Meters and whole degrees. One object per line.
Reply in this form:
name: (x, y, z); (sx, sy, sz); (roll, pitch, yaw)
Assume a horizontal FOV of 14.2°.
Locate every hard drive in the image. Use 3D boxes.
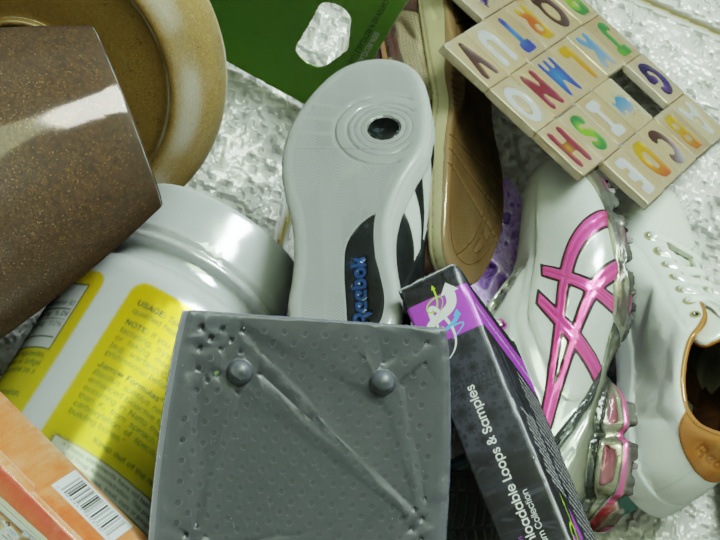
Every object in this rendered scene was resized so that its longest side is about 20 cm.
hard drive: (-0.030, 0.120, 1.304); (0.134, 0.042, 0.202); (4, 94, -6)

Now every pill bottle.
pill bottle: (-0.116, 0.065, 1.404); (0.114, 0.114, 0.201); (31, 68, -1)

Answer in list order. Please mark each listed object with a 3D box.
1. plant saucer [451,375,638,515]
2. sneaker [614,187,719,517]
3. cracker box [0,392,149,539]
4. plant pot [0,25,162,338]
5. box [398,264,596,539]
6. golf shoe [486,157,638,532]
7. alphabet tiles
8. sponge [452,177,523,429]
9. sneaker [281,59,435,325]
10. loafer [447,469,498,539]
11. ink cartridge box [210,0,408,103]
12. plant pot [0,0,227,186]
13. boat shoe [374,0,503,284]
plant saucer: (0.078, 0.120, 1.507); (0.199, 0.019, 0.070); (-25, 75, -25)
sneaker: (0.178, 0.029, 1.528); (0.073, 0.085, 0.201); (24, 49, -34)
cracker box: (-0.210, 0.150, 1.310); (0.134, 0.200, 0.058); (44, 19, 5)
plant pot: (-0.201, -0.036, 1.363); (0.199, 0.187, 0.188); (-21, 73, -5)
box: (0.081, 0.109, 1.355); (0.036, 0.143, 0.201); (-25, 69, 6)
golf shoe: (0.092, 0.032, 1.484); (0.091, 0.073, 0.201); (7, 69, -17)
alphabet tiles: (0.112, -0.108, 1.564); (0.167, 0.008, 0.200); (44, 26, 5)
sponge: (0.021, 0.035, 1.521); (0.199, 0.030, 0.112); (-22, 74, -25)
sneaker: (0.000, 0.000, 1.425); (0.073, 0.112, 0.201); (1, 49, 9)
loafer: (-0.024, 0.121, 1.395); (0.199, 0.069, 0.076); (12, 83, -38)
ink cartridge box: (-0.093, -0.130, 1.493); (0.199, 0.148, 0.076); (28, 60, -4)
plant pot: (-0.165, -0.100, 1.434); (0.199, 0.201, 0.028); (26, 33, -4)
boat shoe: (0.030, -0.070, 1.542); (0.072, 0.072, 0.201); (-17, 52, 20)
